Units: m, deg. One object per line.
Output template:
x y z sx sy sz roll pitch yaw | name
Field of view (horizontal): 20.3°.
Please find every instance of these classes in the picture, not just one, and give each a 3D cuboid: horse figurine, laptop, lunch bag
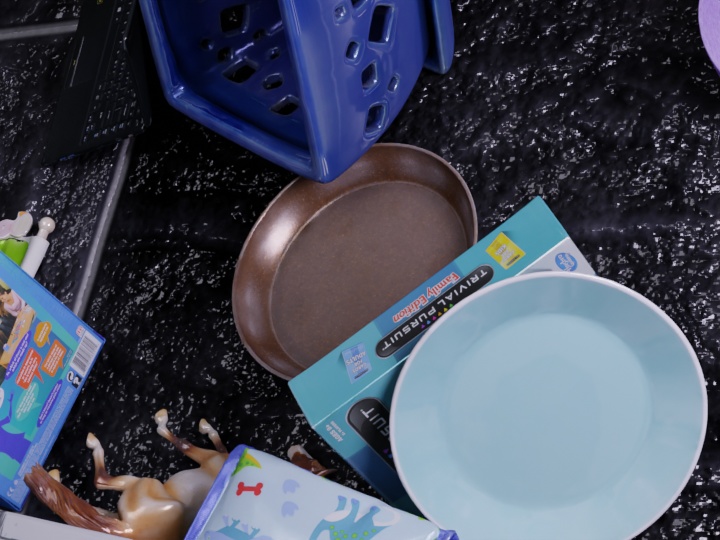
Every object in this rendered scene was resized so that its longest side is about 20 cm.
-0.132 0.149 1.395 0.199 0.050 0.132 -15 37 -36 | horse figurine
-0.209 -0.204 1.652 0.199 0.103 0.178 -15 53 38 | laptop
-0.041 0.235 1.276 0.169 0.128 0.201 20 74 27 | lunch bag

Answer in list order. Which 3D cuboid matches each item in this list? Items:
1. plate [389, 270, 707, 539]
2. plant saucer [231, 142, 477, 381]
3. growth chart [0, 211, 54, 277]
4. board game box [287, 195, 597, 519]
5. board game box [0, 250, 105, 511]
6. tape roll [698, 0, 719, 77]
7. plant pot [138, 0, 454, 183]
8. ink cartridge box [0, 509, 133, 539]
0.116 0.091 1.259 0.200 0.201 0.026 -32 20 9 | plate
0.000 0.000 1.471 0.199 0.034 0.201 -14 56 22 | plant saucer
-0.350 0.012 1.680 0.199 0.018 0.145 -2 59 28 | growth chart
0.075 0.065 1.306 0.200 0.151 0.047 -37 45 5 | board game box
-0.288 0.067 1.487 0.045 0.200 0.153 11 66 35 | board game box
0.334 -0.178 1.367 0.199 0.066 0.201 -15 54 21 | tape roll
-0.043 -0.215 1.518 0.180 0.201 0.200 -36 44 -29 | plant pot
-0.206 0.226 1.374 0.199 0.146 0.084 7 69 34 | ink cartridge box
